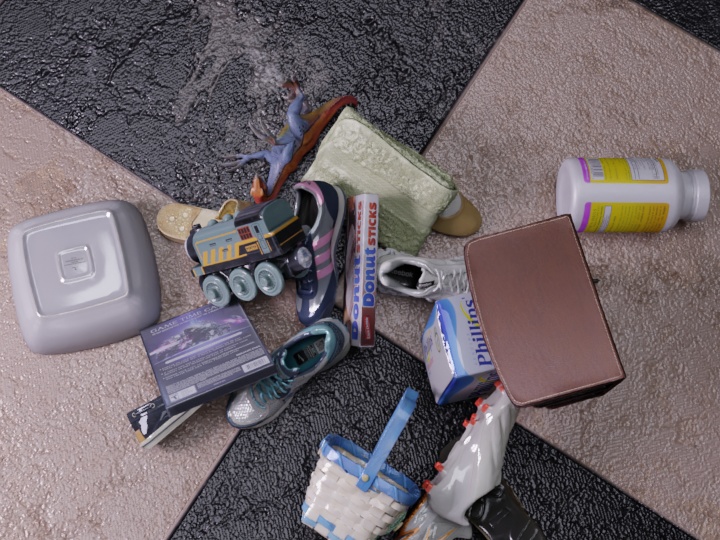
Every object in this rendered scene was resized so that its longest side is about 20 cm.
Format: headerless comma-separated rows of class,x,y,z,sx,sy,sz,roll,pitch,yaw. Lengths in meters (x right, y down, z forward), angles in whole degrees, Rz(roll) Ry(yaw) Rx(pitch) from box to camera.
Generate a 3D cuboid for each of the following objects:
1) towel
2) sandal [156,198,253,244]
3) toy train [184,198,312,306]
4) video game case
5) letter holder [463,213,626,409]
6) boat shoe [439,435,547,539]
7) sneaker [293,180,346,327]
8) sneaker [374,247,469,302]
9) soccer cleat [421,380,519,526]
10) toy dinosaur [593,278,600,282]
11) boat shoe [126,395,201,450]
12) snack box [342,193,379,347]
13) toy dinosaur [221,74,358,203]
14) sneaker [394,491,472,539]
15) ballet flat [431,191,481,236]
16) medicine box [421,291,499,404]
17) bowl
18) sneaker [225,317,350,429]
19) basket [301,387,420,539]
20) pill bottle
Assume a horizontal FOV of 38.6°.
towel,0.024,-0.116,1.426,0.199,0.149,0.036,35,29,5
sandal,-0.180,-0.065,1.424,0.209,0.070,0.079,5,72,-1
toy train,-0.150,-0.024,1.356,0.085,0.199,0.115,-35,107,-47
video game case,-0.200,0.104,1.326,0.142,0.019,0.200,-21,30,-12
letter holder,0.200,0.058,1.199,0.141,0.101,0.202,-14,74,-5
boat shoe,0.171,0.308,1.324,0.075,0.074,0.201,-35,58,2
sneaker,-0.074,-0.024,1.394,0.070,0.082,0.203,-2,80,40
sneaker,0.108,0.014,1.399,0.197,0.081,0.076,5,92,-7
soccer cleat,0.156,0.223,1.285,0.077,0.069,0.201,34,91,-2
toy dinosaur,0.247,0.012,1.399,0.087,0.199,0.048,1,85,35
boat shoe,-0.222,0.150,1.353,0.200,0.075,0.062,-40,89,-8
snack box,0.000,0.000,1.384,0.024,0.072,0.203,2,88,-21
toy dinosaur,-0.098,-0.176,1.448,0.197,0.105,0.184,1,76,-5
sneaker,0.069,0.376,1.299,0.092,0.076,0.200,38,76,4
ballet flat,0.083,-0.110,1.455,0.198,0.063,0.069,26,70,5
medicine box,0.190,0.090,1.335,0.198,0.182,0.104,-13,73,-7
bowl,-0.378,0.000,1.393,0.198,0.075,0.202,-13,74,-8
sneaker,-0.105,0.131,1.344,0.200,0.086,0.078,-42,80,4
basket,0.017,0.242,1.288,0.138,0.176,0.202,26,92,7
pill bottle,0.382,-0.106,1.448,0.197,0.104,0.106,0,72,-3
